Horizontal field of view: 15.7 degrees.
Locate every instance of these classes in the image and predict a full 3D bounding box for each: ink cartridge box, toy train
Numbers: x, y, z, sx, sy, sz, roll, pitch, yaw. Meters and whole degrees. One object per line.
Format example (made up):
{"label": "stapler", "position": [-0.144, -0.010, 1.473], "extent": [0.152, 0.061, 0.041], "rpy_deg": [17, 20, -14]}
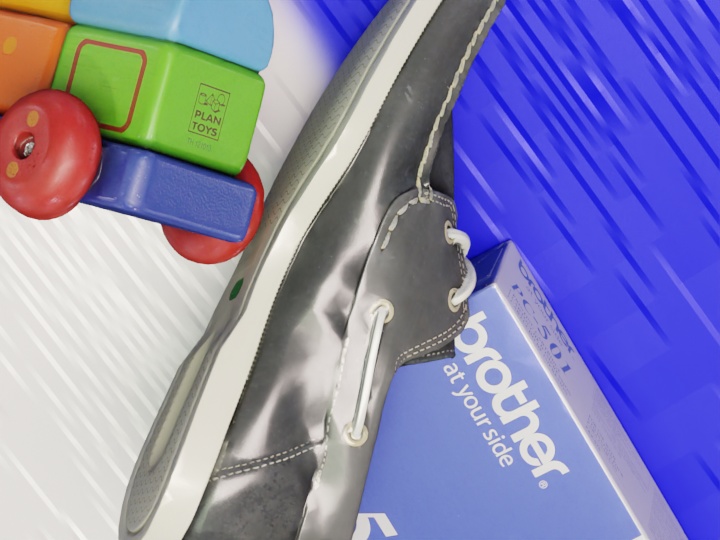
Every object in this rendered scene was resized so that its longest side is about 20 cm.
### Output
{"label": "ink cartridge box", "position": [0.054, 0.100, 0.805], "extent": [0.094, 0.044, 0.200], "rpy_deg": [-27, 102, 18]}
{"label": "toy train", "position": [-0.106, -0.078, 0.759], "extent": [0.200, 0.085, 0.116], "rpy_deg": [15, 88, 40]}

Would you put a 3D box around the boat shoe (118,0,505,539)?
{"label": "boat shoe", "position": [0.000, 0.000, 0.745], "extent": [0.067, 0.072, 0.200], "rpy_deg": [25, 84, -10]}
